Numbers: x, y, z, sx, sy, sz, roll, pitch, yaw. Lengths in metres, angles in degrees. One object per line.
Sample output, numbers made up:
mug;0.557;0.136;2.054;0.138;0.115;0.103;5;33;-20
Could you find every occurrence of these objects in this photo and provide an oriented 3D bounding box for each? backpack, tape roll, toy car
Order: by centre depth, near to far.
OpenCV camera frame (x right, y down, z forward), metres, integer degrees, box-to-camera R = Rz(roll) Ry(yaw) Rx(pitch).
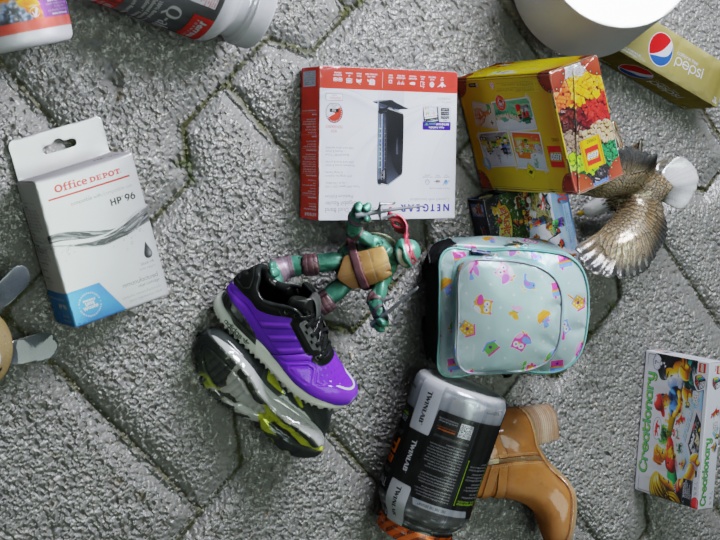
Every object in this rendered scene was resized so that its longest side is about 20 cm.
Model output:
toy car;-0.394;0.089;1.365;0.199;0.157;0.166;-36;124;-36
backpack;0.186;0.046;1.668;0.197;0.153;0.179;-2;97;-13
tape roll;0.300;-0.382;1.696;0.200;0.139;0.206;1;83;-11

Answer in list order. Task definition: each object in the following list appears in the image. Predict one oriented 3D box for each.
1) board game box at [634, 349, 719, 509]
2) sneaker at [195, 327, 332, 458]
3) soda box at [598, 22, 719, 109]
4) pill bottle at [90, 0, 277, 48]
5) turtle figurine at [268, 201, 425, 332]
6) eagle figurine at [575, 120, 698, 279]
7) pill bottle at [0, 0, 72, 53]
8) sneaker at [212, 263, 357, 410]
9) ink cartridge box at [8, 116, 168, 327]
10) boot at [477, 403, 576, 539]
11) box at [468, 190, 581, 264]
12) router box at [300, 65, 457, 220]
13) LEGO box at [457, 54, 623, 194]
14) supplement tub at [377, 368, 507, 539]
board game box;0.443;0.218;1.880;0.034;0.126;0.203;3;93;-31
sneaker;-0.111;0.132;1.584;0.200;0.074;0.085;47;43;-18
soda box;0.408;-0.287;1.846;0.198;0.067;0.065;21;83;-31
pill bottle;-0.194;-0.316;1.456;0.198;0.115;0.118;16;86;-30
turtle figurine;0.000;0.000;1.580;0.198;0.101;0.152;-20;92;9
eagle figurine;0.348;-0.093;1.781;0.151;0.200;0.152;36;116;3
pill bottle;-0.363;-0.322;1.356;0.110;0.111;0.203;-17;103;-28
sneaker;-0.068;0.070;1.536;0.200;0.070;0.100;41;118;-5
ink cartridge box;-0.291;-0.054;1.449;0.115;0.068;0.203;-21;104;-28
boot;0.200;0.281;1.768;0.154;0.076;0.203;-11;97;-31
box;0.224;-0.016;1.779;0.135;0.038;0.203;-20;105;-28
router box;0.024;-0.153;1.640;0.198;0.049;0.182;-3;96;-31
LEGO box;0.217;-0.178;1.665;0.076;0.199;0.151;-22;106;-26
supplement tub;0.095;0.234;1.668;0.121;0.122;0.203;16;95;-31
